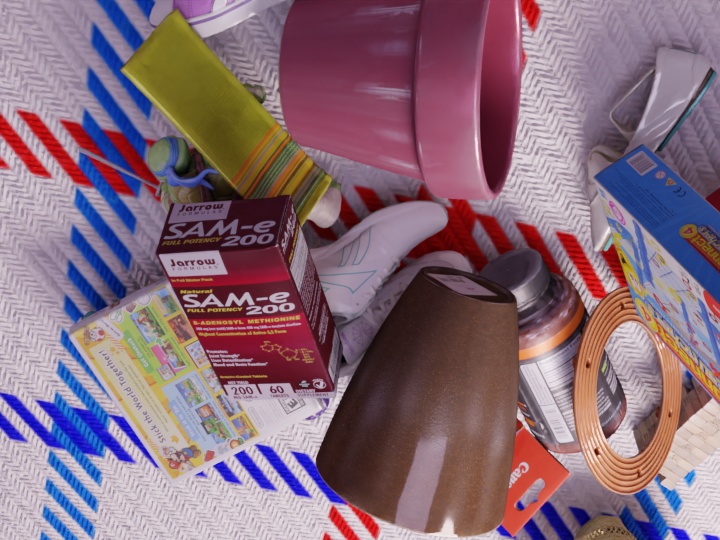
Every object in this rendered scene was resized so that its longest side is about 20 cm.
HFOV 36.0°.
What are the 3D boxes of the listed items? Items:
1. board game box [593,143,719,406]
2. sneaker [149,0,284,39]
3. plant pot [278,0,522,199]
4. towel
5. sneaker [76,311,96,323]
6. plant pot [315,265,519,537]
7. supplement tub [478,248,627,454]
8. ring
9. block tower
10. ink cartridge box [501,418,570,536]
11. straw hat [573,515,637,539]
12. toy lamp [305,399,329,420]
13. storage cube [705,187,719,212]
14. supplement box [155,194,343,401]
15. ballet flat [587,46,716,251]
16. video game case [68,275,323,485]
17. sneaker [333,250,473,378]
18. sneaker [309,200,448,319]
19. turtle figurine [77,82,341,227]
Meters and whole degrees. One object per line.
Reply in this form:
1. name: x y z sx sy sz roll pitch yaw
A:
1. board game box: 0.295 0.023 0.956 0.055 0.201 0.197 -31 133 -1
2. sneaker: -0.107 -0.271 0.918 0.198 0.073 0.115 -20 123 18
3. plant pot: 0.034 -0.165 0.927 0.176 0.201 0.203 6 122 17
4. towel: -0.107 -0.119 0.926 0.018 0.087 0.200 -23 119 43
5. sneaker: -0.204 0.094 1.154 0.199 0.078 0.080 33 97 -22
6. plant pot: 0.070 0.106 1.017 0.184 0.187 0.203 13 104 -6
7. supplement tub: 0.185 0.077 1.102 0.106 0.107 0.202 -23 116 14
8. ring: 0.261 0.117 1.090 0.019 0.201 0.202 -2 129 45
9. block tower: 0.370 0.140 1.163 0.057 0.054 0.201 31 116 -15
10. ink cartridge box: 0.106 0.178 1.139 0.200 0.050 0.110 44 119 15
11. straw hat: 0.279 0.329 1.258 0.197 0.086 0.203 2 133 2
12. toy lamp: -0.101 0.073 1.137 0.058 0.058 0.201 -29 113 17
13. storage cube: 0.419 -0.004 0.974 0.199 0.180 0.172 -35 117 -6
14. supplement box: -0.089 0.029 0.951 0.107 0.062 0.202 -4 137 14
15. ballet flat: 0.249 -0.115 1.019 0.069 0.070 0.202 22 115 -11
16. video game case: -0.160 0.097 1.098 0.180 0.023 0.202 -27 114 5
17. sneaker: 0.027 0.054 1.092 0.199 0.100 0.075 -35 89 19
18. sneaker: 0.000 0.000 1.055 0.198 0.070 0.081 -27 73 1
19. turtle figurine: -0.122 -0.102 1.024 0.193 0.199 0.145 31 92 -39
